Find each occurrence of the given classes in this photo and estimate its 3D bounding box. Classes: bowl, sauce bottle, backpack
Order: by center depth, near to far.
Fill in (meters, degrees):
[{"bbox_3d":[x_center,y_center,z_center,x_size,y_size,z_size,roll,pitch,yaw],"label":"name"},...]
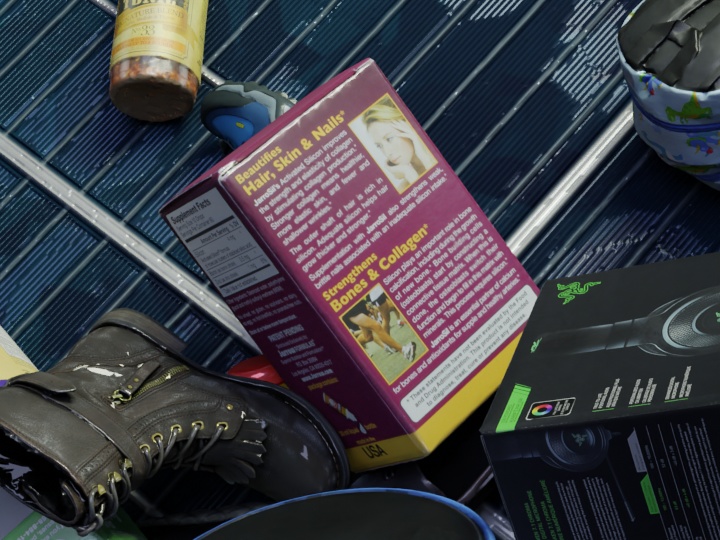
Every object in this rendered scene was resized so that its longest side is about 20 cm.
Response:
[{"bbox_3d":[-0.020,0.170,0.972,0.201,0.039,0.201,-10,18,3],"label":"bowl"},{"bbox_3d":[0.258,-0.143,1.182,0.200,0.154,0.163,-25,46,-20],"label":"backpack"},{"bbox_3d":[-0.139,-0.203,1.337,0.066,0.066,0.200,-5,62,10],"label":"sauce bottle"}]

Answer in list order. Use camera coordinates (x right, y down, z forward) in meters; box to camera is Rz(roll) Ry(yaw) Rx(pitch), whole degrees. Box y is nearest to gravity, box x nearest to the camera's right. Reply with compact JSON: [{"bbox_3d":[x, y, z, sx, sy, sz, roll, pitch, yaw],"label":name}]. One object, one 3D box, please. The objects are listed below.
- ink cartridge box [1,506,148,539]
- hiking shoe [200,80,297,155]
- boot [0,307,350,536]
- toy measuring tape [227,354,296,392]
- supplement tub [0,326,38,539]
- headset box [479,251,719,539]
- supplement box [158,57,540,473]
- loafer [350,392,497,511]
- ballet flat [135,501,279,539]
[{"bbox_3d":[-0.146,0.244,1.064,0.145,0.084,0.200,-42,73,0],"label":"ink cartridge box"},{"bbox_3d":[-0.044,-0.050,1.230,0.200,0.074,0.087,38,75,26],"label":"hiking shoe"},{"bbox_3d":[-0.118,0.104,1.054,0.200,0.174,0.069,29,115,9],"label":"boot"},{"bbox_3d":[-0.092,0.097,1.162,0.200,0.074,0.074,-15,61,1],"label":"toy measuring tape"},{"bbox_3d":[-0.269,0.088,1.156,0.145,0.145,0.200,-40,50,-10],"label":"supplement tub"},{"bbox_3d":[0.173,0.068,1.008,0.200,0.093,0.174,-10,24,24],"label":"headset box"},{"bbox_3d":[0.000,0.000,1.111,0.131,0.103,0.200,-39,98,-28],"label":"supplement box"},{"bbox_3d":[0.049,0.117,1.130,0.200,0.063,0.072,-37,61,-8],"label":"loafer"},{"bbox_3d":[-0.131,0.173,1.142,0.200,0.057,0.066,-16,60,3],"label":"ballet flat"}]
